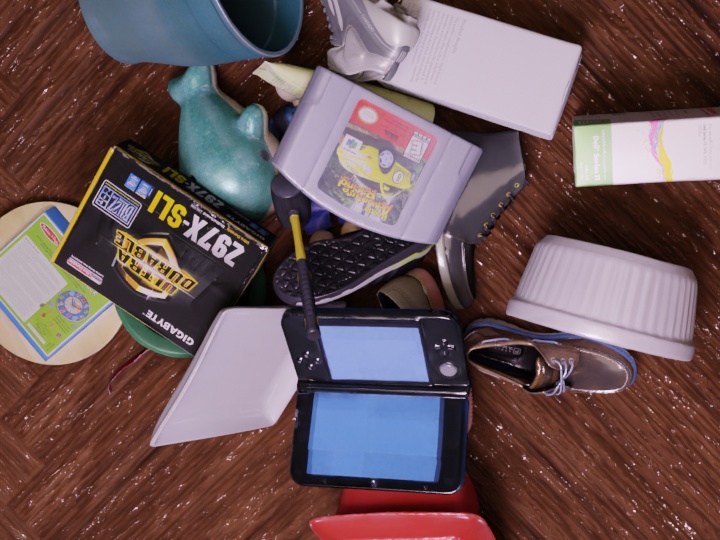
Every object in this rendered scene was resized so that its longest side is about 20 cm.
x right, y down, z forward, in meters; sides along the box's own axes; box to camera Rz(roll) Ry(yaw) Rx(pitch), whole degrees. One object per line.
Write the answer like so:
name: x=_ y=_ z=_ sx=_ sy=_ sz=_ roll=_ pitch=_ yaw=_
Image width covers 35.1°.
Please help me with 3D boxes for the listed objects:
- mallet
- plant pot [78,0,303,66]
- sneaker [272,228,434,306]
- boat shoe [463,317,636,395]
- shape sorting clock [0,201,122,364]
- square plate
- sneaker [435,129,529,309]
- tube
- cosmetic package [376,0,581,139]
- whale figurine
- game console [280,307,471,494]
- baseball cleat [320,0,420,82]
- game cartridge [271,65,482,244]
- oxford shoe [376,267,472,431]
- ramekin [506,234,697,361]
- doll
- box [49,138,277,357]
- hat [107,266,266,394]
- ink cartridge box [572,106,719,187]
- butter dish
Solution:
mallet: x=-0.064 y=-0.020 z=1.194 sx=0.041 sy=0.200 sz=0.066 roll=-11 pitch=137 yaw=-1
plant pot: x=-0.192 y=-0.306 z=1.221 sx=0.187 sy=0.200 sz=0.201 roll=-10 pitch=100 yaw=26
sneaker: x=0.000 y=0.000 z=1.276 sx=0.199 sy=0.083 sz=0.072 roll=-21 pitch=63 yaw=-10
boat shoe: x=0.210 y=0.110 z=1.285 sx=0.199 sy=0.072 sz=0.073 roll=9 pitch=113 yaw=11
shape sorting clock: x=-0.377 y=0.016 z=1.392 sx=0.199 sy=0.039 sz=0.201 roll=1 pitch=99 yaw=8
square plate: x=-0.129 y=0.109 z=1.288 sx=0.028 sy=0.200 sz=0.198 roll=45 pitch=117 yaw=29
sneaker: x=0.137 y=-0.057 z=1.265 sx=0.106 sy=0.075 sz=0.201 roll=-4 pitch=100 yaw=11
tube: x=-0.017 y=-0.190 z=1.244 sx=0.199 sy=0.052 sz=0.058 roll=17 pitch=135 yaw=-14
cosmetic package: x=0.128 y=-0.218 z=1.222 sx=0.199 sy=0.074 sz=0.102 roll=21 pitch=95 yaw=9
whale figurine: x=-0.168 y=-0.141 z=1.282 sx=0.159 sy=0.104 sz=0.201 roll=-30 pitch=84 yaw=43
game console: x=0.012 y=0.139 z=1.223 sx=0.199 sy=0.119 sz=0.171 roll=0 pitch=133 yaw=15
baseball cleat: x=-0.022 y=-0.269 z=1.213 sx=0.200 sy=0.070 sz=0.107 roll=46 pitch=111 yaw=40
game cartridge: x=0.015 y=-0.113 z=1.205 sx=0.199 sy=0.041 sz=0.133 roll=25 pitch=98 yaw=-11
oxford shoe: x=0.068 y=0.102 z=1.301 sx=0.071 sy=0.074 sz=0.201 roll=-19 pitch=91 yaw=54
ramekin: x=0.262 y=0.026 z=1.204 sx=0.202 sy=0.202 sz=0.095 roll=15 pitch=91 yaw=7
doll: x=-0.049 y=-0.135 z=1.297 sx=0.136 sy=0.048 sz=0.201 roll=-18 pitch=92 yaw=14
box: x=-0.214 y=-0.022 z=1.237 sx=0.200 sy=0.049 sz=0.160 roll=34 pitch=109 yaw=-1
hat: x=-0.220 y=0.041 z=1.381 sx=0.199 sy=0.176 sz=0.166 roll=-8 pitch=77 yaw=-11
ink cartridge box: x=0.324 y=-0.131 z=1.193 sx=0.199 sy=0.117 sz=0.068 roll=-2 pitch=102 yaw=11
butter dish: x=0.062 y=0.270 z=1.319 sx=0.199 sy=0.200 sz=0.148 roll=-4 pitch=56 yaw=15
